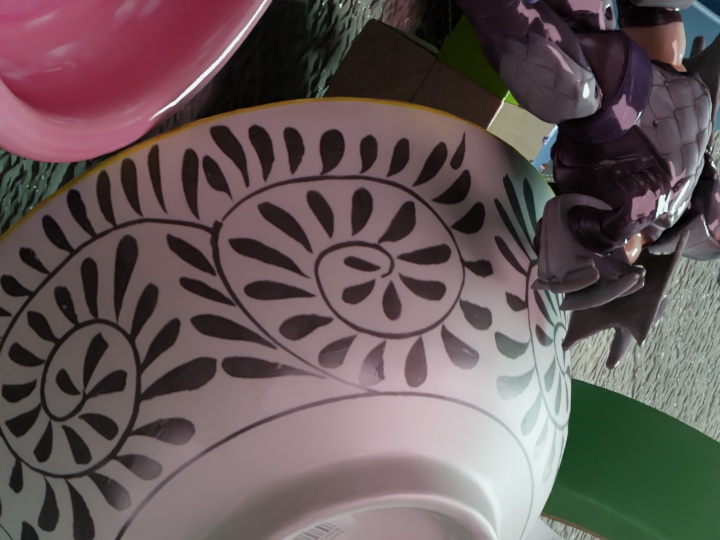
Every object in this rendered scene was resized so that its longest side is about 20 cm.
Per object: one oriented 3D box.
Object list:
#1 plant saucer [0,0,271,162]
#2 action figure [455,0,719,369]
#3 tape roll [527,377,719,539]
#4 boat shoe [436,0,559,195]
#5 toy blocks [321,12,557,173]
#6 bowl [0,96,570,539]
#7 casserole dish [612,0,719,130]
[{"bbox_3d":[-0.061,-0.127,0.696,0.201,0.051,0.201,-50,154,-36],"label":"plant saucer"},{"bbox_3d":[0.057,-0.059,0.747,0.200,0.069,0.130,46,39,-38],"label":"action figure"},{"bbox_3d":[0.105,0.118,1.127,0.048,0.200,0.200,-58,157,-23],"label":"tape roll"},{"bbox_3d":[0.058,-0.060,1.014,0.068,0.072,0.200,-60,160,-29],"label":"boat shoe"},{"bbox_3d":[0.000,0.000,0.928,0.200,0.100,0.137,-58,168,6],"label":"toy blocks"},{"bbox_3d":[-0.017,0.057,0.780,0.201,0.094,0.201,-14,138,-13],"label":"bowl"},{"bbox_3d":[0.057,-0.103,0.866,0.200,0.121,0.039,30,105,-41],"label":"casserole dish"}]
